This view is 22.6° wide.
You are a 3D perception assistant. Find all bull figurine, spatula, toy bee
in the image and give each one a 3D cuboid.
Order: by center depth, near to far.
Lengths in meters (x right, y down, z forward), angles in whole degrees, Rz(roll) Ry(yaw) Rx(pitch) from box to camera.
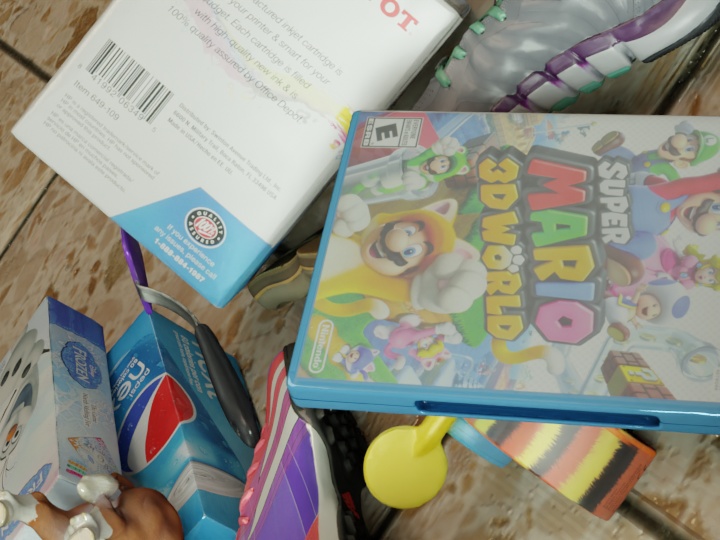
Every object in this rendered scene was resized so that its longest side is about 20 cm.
[{"bbox_3d":[-0.095,0.175,0.769,0.065,0.121,0.201,-29,60,12],"label":"bull figurine"},{"bbox_3d":[0.034,0.039,0.774,0.200,0.108,0.131,1,63,57],"label":"toy bee"},{"bbox_3d":[-0.094,0.026,0.943,0.020,0.057,0.200,-27,44,-13],"label":"spatula"}]

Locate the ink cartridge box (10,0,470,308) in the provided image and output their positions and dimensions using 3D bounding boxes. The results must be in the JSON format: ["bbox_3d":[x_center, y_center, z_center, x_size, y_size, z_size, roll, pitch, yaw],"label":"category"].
[{"bbox_3d":[-0.057,-0.112,0.979,0.200,0.147,0.146,-49,2,11],"label":"ink cartridge box"}]

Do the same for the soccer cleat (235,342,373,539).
[{"bbox_3d":[-0.032,0.112,0.831,0.073,0.068,0.200,-27,39,11],"label":"soccer cleat"}]

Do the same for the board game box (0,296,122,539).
[{"bbox_3d":[-0.199,0.141,0.953,0.200,0.043,0.199,-54,22,15],"label":"board game box"}]

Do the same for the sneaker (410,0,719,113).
[{"bbox_3d":[0.076,-0.116,0.853,0.199,0.088,0.074,-30,10,21],"label":"sneaker"}]

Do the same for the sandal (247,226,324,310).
[{"bbox_3d":[0.000,0.000,0.918,0.080,0.054,0.200,-34,4,-23],"label":"sandal"}]

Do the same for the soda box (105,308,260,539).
[{"bbox_3d":[-0.091,0.104,0.938,0.064,0.068,0.200,-49,29,13],"label":"soda box"}]

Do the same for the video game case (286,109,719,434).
[{"bbox_3d":[0.080,-0.004,0.722,0.199,0.018,0.144,3,55,16],"label":"video game case"}]
